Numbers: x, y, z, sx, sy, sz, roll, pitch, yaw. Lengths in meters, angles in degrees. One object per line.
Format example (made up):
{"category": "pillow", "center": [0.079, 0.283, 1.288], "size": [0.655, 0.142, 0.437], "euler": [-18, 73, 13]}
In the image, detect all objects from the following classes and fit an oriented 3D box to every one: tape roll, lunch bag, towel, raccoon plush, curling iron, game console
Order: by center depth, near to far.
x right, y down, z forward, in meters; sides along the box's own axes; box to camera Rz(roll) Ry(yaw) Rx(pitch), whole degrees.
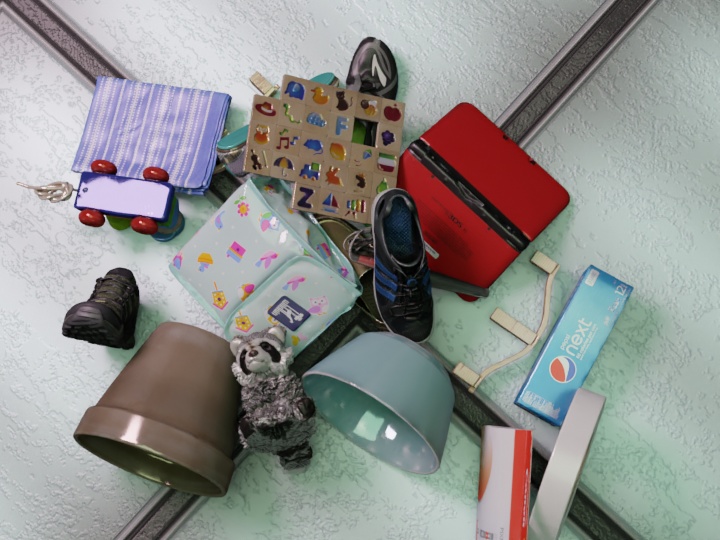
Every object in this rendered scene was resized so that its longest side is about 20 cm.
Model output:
{"category": "tape roll", "center": [0.247, 0.240, 1.390], "size": [0.037, 0.203, 0.203], "euler": [19, 84, 14]}
{"category": "raccoon plush", "center": [-0.117, 0.161, 1.441], "size": [0.097, 0.200, 0.134], "euler": [-9, 58, -14]}
{"category": "lunch bag", "center": [-0.113, 0.008, 1.460], "size": [0.170, 0.122, 0.200], "euler": [-43, 79, 18]}
{"category": "curling iron", "center": [0.073, -0.004, 1.464], "size": [0.200, 0.026, 0.050], "euler": [22, 91, -10]}
{"category": "game console", "center": [0.141, -0.091, 1.530], "size": [0.200, 0.119, 0.172], "euler": [44, 118, 7]}
{"category": "towel", "center": [-0.278, -0.182, 1.537], "size": [0.200, 0.024, 0.145], "euler": [10, 77, 14]}

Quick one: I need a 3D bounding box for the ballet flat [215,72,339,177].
{"category": "ballet flat", "center": [-0.101, -0.186, 1.527], "size": [0.200, 0.072, 0.072], "euler": [-37, 82, -21]}

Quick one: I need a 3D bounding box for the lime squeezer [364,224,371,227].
{"category": "lime squeezer", "center": [-0.049, -0.108, 1.513], "size": [0.200, 0.071, 0.038], "euler": [30, 86, 6]}

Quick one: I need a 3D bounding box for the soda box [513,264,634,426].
{"category": "soda box", "center": [0.270, 0.097, 1.474], "size": [0.064, 0.068, 0.200], "euler": [29, 85, 6]}

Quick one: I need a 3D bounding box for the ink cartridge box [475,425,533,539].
{"category": "ink cartridge box", "center": [0.170, 0.269, 1.390], "size": [0.050, 0.200, 0.162], "euler": [4, 83, 4]}

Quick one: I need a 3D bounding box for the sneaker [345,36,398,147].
{"category": "sneaker", "center": [0.004, -0.211, 1.518], "size": [0.071, 0.083, 0.200], "euler": [14, 83, 4]}

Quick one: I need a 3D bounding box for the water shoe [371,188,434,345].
{"category": "water shoe", "center": [0.049, 0.002, 1.408], "size": [0.071, 0.079, 0.200], "euler": [-13, 101, -3]}

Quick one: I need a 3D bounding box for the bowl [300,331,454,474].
{"category": "bowl", "center": [0.038, 0.151, 1.432], "size": [0.201, 0.201, 0.105], "euler": [35, 66, 6]}

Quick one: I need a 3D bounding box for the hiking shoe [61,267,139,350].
{"category": "hiking shoe", "center": [-0.320, 0.041, 1.441], "size": [0.076, 0.200, 0.101], "euler": [8, 82, -2]}

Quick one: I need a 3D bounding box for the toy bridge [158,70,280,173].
{"category": "toy bridge", "center": [-0.181, -0.178, 1.550], "size": [0.200, 0.027, 0.067], "euler": [-44, 84, -3]}

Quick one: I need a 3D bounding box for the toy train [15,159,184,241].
{"category": "toy train", "center": [-0.331, -0.087, 1.506], "size": [0.200, 0.116, 0.085], "euler": [8, 75, 9]}

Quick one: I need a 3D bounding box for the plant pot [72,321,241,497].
{"category": "plant pot", "center": [-0.231, 0.166, 1.443], "size": [0.200, 0.200, 0.174], "euler": [18, 67, 5]}

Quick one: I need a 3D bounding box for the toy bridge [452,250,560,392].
{"category": "toy bridge", "center": [0.199, 0.074, 1.493], "size": [0.067, 0.027, 0.200], "euler": [34, 87, 6]}

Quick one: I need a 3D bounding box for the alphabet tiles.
{"category": "alphabet tiles", "center": [-0.045, -0.151, 1.449], "size": [0.200, 0.008, 0.167], "euler": [11, 79, -19]}

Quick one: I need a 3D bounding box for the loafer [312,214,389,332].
{"category": "loafer", "center": [0.000, 0.000, 1.499], "size": [0.076, 0.067, 0.200], "euler": [-44, 83, -3]}
